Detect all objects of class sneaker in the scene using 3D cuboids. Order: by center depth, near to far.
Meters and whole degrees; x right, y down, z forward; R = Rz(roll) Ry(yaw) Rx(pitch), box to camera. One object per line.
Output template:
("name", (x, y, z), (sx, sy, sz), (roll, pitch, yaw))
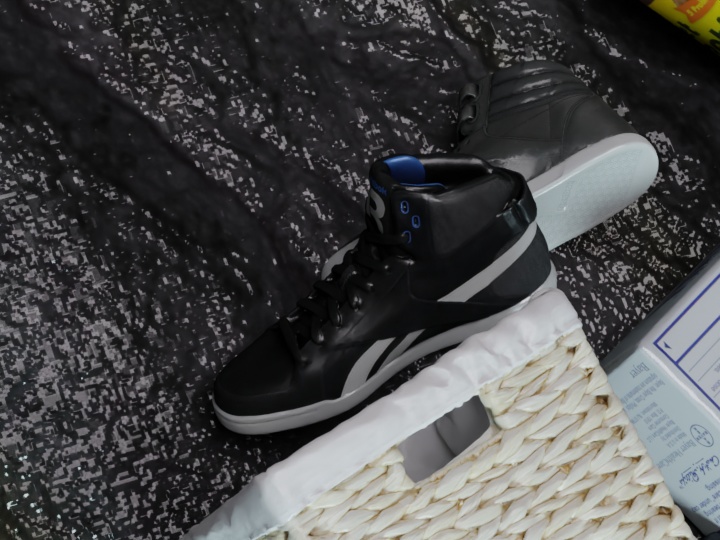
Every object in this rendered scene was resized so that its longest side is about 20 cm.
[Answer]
("sneaker", (0.000, 0.000, 1.363), (0.199, 0.112, 0.073), (-25, 36, -8))
("sneaker", (0.059, -0.049, 1.454), (0.199, 0.071, 0.099), (-25, 48, -5))

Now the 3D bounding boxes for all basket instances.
("basket", (0.036, 0.141, 1.294), (0.198, 0.200, 0.161), (-31, 83, -26))

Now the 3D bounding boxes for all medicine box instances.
("medicine box", (0.258, 0.071, 1.445), (0.200, 0.103, 0.182), (46, 63, 3))

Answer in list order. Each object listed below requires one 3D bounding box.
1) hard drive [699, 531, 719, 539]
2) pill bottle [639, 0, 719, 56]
("hard drive", (0.177, 0.258, 1.386), (0.140, 0.033, 0.200), (45, 63, 2))
("pill bottle", (0.218, -0.189, 1.529), (0.200, 0.109, 0.109), (34, 63, -3))
